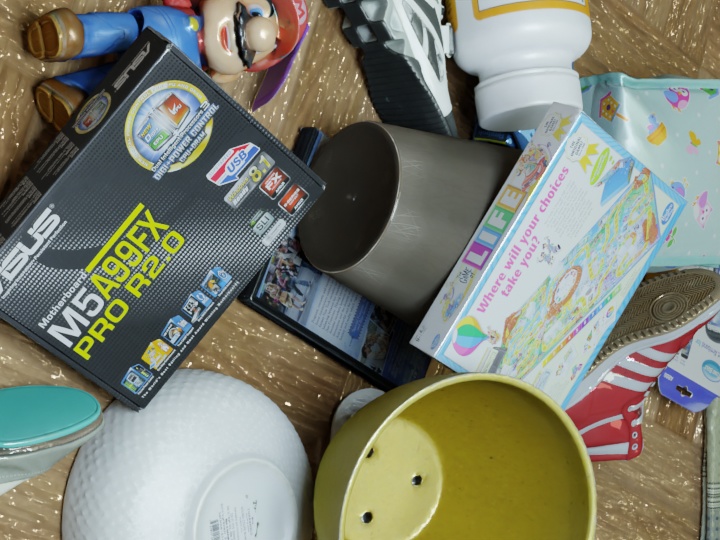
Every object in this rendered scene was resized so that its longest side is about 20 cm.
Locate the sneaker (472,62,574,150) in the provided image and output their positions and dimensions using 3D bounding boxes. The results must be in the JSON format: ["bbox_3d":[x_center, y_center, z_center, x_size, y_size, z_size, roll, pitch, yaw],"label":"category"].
[{"bbox_3d":[0.128,-0.147,1.363,0.078,0.066,0.203,-10,100,-42],"label":"sneaker"}]

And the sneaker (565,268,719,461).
[{"bbox_3d":[0.243,0.088,1.442,0.199,0.071,0.113,-33,124,3],"label":"sneaker"}]

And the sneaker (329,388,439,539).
[{"bbox_3d":[0.029,0.191,1.285,0.078,0.079,0.202,-22,83,-13],"label":"sneaker"}]

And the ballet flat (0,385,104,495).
[{"bbox_3d":[-0.251,0.117,1.027,0.199,0.067,0.064,-8,125,-43],"label":"ballet flat"}]

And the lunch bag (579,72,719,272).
[{"bbox_3d":[0.263,-0.085,1.458,0.198,0.121,0.173,-2,91,-38],"label":"lunch bag"}]

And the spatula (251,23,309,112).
[{"bbox_3d":[-0.049,-0.213,1.207,0.020,0.056,0.202,12,77,-23],"label":"spatula"}]

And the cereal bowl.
[{"bbox_3d":[-0.103,0.172,1.147,0.199,0.083,0.203,-4,96,-44],"label":"cereal bowl"}]

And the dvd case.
[{"bbox_3d":[0.000,0.000,1.280,0.199,0.017,0.144,34,69,-40],"label":"dvd case"}]

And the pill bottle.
[{"bbox_3d":[0.120,-0.216,1.293,0.110,0.110,0.202,2,78,-44],"label":"pill bottle"}]

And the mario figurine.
[{"bbox_3d":[-0.112,-0.152,1.097,0.199,0.124,0.106,-23,64,-34],"label":"mario figurine"}]

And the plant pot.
[{"bbox_3d":[0.046,0.162,1.168,0.198,0.142,0.203,-3,96,-25],"label":"plant pot"}]

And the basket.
[{"bbox_3d":[0.063,-0.029,1.239,0.199,0.136,0.182,20,97,-39],"label":"basket"}]

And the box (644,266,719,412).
[{"bbox_3d":[0.314,0.028,1.571,0.119,0.041,0.202,28,76,-41],"label":"box"}]

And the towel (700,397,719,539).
[{"bbox_3d":[0.399,0.204,1.672,0.191,0.034,0.203,-1,95,-41],"label":"towel"}]

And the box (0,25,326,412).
[{"bbox_3d":[-0.140,-0.029,1.075,0.200,0.044,0.160,-50,128,-1],"label":"box"}]

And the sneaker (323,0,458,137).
[{"bbox_3d":[0.042,-0.178,1.272,0.088,0.074,0.201,-42,120,-32],"label":"sneaker"}]

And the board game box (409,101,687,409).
[{"bbox_3d":[0.138,0.000,1.198,0.134,0.034,0.201,34,87,-36],"label":"board game box"}]
